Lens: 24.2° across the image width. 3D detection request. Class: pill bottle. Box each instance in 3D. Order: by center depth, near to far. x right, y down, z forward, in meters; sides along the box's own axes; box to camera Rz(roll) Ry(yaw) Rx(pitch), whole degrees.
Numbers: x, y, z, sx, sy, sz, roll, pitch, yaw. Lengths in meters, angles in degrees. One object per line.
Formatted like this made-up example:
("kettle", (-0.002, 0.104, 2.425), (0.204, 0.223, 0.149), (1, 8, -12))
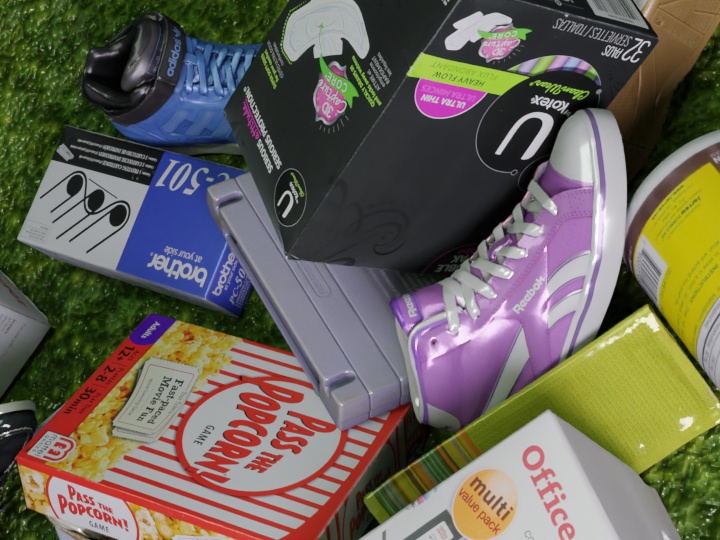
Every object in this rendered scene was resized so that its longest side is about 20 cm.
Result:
("pill bottle", (0.228, 0.025, 0.876), (0.109, 0.109, 0.201), (-40, 53, 11))

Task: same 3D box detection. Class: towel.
("towel", (0.103, 0.106, 0.941), (0.199, 0.086, 0.018), (-36, 20, 14))

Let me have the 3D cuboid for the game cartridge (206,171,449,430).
("game cartridge", (0.000, 0.000, 1.049), (0.128, 0.039, 0.201), (-18, 51, -20))

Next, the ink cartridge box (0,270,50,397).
("ink cartridge box", (-0.342, 0.006, 1.204), (0.086, 0.200, 0.147), (-52, 51, 2))

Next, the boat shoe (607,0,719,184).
("boat shoe", (0.150, -0.115, 1.025), (0.201, 0.070, 0.069), (-55, 32, 7))

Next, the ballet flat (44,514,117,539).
("ballet flat", (-0.152, 0.147, 1.055), (0.199, 0.067, 0.069), (16, 78, 37))

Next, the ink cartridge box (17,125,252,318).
("ink cartridge box", (-0.151, -0.038, 1.197), (0.198, 0.044, 0.095), (15, 79, 37))

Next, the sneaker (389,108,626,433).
("sneaker", (0.078, 0.003, 0.933), (0.073, 0.113, 0.203), (-116, 36, -70))

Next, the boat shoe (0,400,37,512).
("boat shoe", (-0.280, 0.159, 1.163), (0.199, 0.074, 0.067), (-36, 67, 30))

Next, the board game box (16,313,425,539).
("board game box", (-0.081, 0.108, 1.008), (0.198, 0.047, 0.152), (14, 40, 23))

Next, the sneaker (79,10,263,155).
("sneaker", (-0.106, -0.133, 1.169), (0.198, 0.111, 0.078), (-3, 67, 32))

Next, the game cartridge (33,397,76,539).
("game cartridge", (-0.143, 0.148, 1.114), (0.133, 0.040, 0.201), (-38, 53, 9))

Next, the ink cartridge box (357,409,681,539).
("ink cartridge box", (0.078, 0.201, 0.872), (0.199, 0.144, 0.148), (-36, 53, 14))

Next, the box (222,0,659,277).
("box", (0.040, -0.110, 0.958), (0.201, 0.147, 0.125), (-53, 46, 34))
